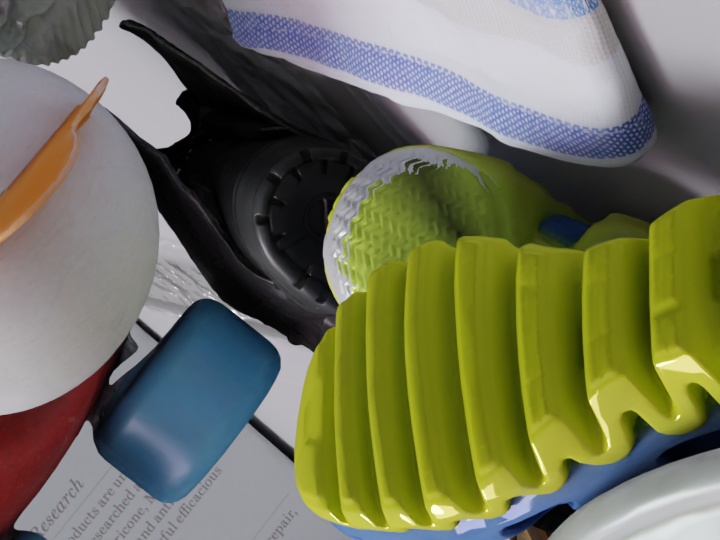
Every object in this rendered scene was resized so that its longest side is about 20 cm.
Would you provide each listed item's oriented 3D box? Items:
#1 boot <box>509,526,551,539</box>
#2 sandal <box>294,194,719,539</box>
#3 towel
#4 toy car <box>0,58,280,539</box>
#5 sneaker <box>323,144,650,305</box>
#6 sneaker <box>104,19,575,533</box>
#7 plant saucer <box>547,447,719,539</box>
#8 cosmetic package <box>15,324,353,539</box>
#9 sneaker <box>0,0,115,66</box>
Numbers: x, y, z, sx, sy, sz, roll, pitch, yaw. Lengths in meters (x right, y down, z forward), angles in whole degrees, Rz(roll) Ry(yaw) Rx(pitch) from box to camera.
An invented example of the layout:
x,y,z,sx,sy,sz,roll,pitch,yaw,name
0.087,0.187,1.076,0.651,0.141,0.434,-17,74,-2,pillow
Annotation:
x,y,z,sx,sy,sz,roll,pitch,yaw,name
0.120,0.123,0.819,0.154,0.074,0.200,9,-176,9,boot
0.070,0.028,0.577,0.199,0.080,0.087,-16,145,36,sandal
-0.016,-0.103,0.577,0.146,0.024,0.200,23,157,38,towel
-0.119,0.011,0.671,0.184,0.177,0.200,39,160,-3,toy car
0.084,0.030,0.675,0.199,0.076,0.105,35,-179,6,sneaker
-0.002,0.003,0.771,0.200,0.060,0.104,44,169,-26,sneaker
0.138,0.093,0.565,0.199,0.051,0.200,3,153,1,plant saucer
-0.132,0.133,1.178,0.200,0.167,0.167,41,163,-10,cosmetic package
-0.161,-0.136,0.701,0.099,0.070,0.200,21,156,49,sneaker
